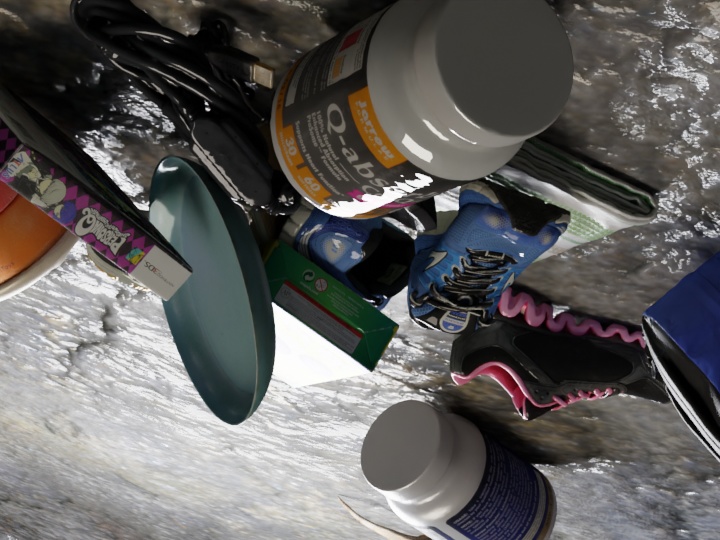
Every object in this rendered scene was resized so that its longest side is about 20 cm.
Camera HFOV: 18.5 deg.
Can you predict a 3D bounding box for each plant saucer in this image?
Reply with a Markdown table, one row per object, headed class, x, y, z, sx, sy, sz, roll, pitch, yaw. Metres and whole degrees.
| class | x | y | z | sx | sy | sz | roll | pitch | yaw |
| --- | --- | --- | --- | --- | --- | --- | --- | --- | --- |
| plant saucer | -0.105 | 0.012 | 1.599 | 0.027 | 0.201 | 0.200 | -15 | 172 | -21 |

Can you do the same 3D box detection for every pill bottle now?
| class | x | y | z | sx | sy | sz | roll | pitch | yaw |
| --- | --- | --- | --- | --- | --- | --- | --- | --- | --- |
| pill bottle | 0.035 | -0.104 | 1.329 | 0.116 | 0.117 | 0.200 | 26 | 160 | -21 |
| pill bottle | 0.094 | 0.206 | 2.133 | 0.115 | 0.116 | 0.200 | 1 | 155 | 40 |

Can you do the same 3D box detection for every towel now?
| class | x | y | z | sx | sy | sz | roll | pitch | yaw |
| --- | --- | --- | --- | --- | --- | --- | --- | --- | --- |
| towel | 0.101 | -0.046 | 1.561 | 0.149 | 0.031 | 0.200 | 25 | 160 | -17 |

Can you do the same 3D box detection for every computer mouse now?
| class | x | y | z | sx | sy | sz | roll | pitch | yaw |
| --- | --- | --- | --- | --- | --- | --- | --- | --- | --- |
| computer mouse | -0.028 | -0.105 | 1.461 | 0.200 | 0.046 | 0.140 | 33 | 171 | 22 |

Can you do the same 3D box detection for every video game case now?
| class | x | y | z | sx | sy | sz | roll | pitch | yaw |
| --- | --- | --- | --- | --- | --- | --- | --- | --- | --- |
| video game case | -0.227 | -0.076 | 1.611 | 0.181 | 0.036 | 0.200 | 39 | -177 | -41 |

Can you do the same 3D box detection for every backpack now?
| class | x | y | z | sx | sy | sz | roll | pitch | yaw |
| --- | --- | --- | --- | --- | --- | --- | --- | --- | --- |
| backpack | 0.301 | 0.072 | 1.513 | 0.200 | 0.168 | 0.163 | 45 | 171 | 30 |

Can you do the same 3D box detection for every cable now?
| class | x | y | z | sx | sy | sz | roll | pitch | yaw |
| --- | --- | --- | --- | --- | --- | --- | --- | --- | --- |
| cable | -0.118 | -0.119 | 1.466 | 0.200 | 0.051 | 0.163 | 48 | 179 | -25 |

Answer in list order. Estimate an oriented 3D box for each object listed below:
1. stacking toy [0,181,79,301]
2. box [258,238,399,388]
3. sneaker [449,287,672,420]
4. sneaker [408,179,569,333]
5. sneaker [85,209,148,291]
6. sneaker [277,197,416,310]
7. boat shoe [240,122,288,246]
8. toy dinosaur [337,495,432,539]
| class | x | y | z | sx | sy | sz | roll | pitch | yaw |
| --- | --- | --- | --- | --- | --- | --- | --- | --- | --- |
| stacking toy | -0.317 | -0.085 | 1.740 | 0.146 | 0.146 | 0.200 | -2 | 135 | 44 |
| box | -0.061 | 0.036 | 1.682 | 0.117 | 0.048 | 0.200 | 36 | 164 | -13 |
| sneaker | 0.160 | 0.082 | 1.765 | 0.199 | 0.096 | 0.079 | 18 | 159 | -4 |
| sneaker | 0.082 | -0.001 | 1.506 | 0.078 | 0.089 | 0.200 | 19 | 162 | -9 |
| sneaker | -0.128 | -0.026 | 1.786 | 0.199 | 0.076 | 0.088 | 10 | 145 | 10 |
| sneaker | 0.000 | 0.000 | 1.667 | 0.089 | 0.079 | 0.200 | 29 | 172 | 17 |
| boat shoe | -0.082 | -0.052 | 1.641 | 0.069 | 0.074 | 0.200 | 12 | 158 | 13 |
| toy dinosaur | 0.071 | 0.322 | 2.559 | 0.200 | 0.061 | 0.106 | 28 | 160 | -25 |
